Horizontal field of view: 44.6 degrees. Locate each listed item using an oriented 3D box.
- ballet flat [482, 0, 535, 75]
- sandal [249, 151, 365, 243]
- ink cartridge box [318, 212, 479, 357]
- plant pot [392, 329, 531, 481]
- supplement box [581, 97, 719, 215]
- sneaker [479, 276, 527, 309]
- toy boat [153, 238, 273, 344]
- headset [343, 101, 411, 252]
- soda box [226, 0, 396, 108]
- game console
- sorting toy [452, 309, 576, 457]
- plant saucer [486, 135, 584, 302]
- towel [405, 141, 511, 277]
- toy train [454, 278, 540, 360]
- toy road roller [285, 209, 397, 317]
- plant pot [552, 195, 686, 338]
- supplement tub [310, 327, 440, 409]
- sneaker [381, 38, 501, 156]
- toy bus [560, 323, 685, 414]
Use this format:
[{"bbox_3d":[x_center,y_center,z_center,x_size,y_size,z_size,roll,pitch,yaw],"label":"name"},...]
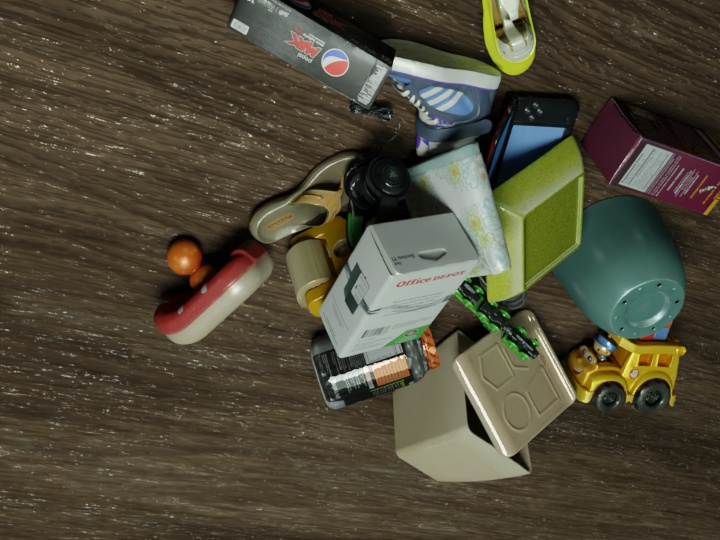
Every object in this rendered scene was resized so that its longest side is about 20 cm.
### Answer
[{"bbox_3d":[0.191,-0.325,1.130,0.066,0.068,0.201,-21,132,2],"label":"ballet flat"},{"bbox_3d":[-0.069,-0.093,1.263,0.198,0.054,0.081,-32,132,4],"label":"sandal"},{"bbox_3d":[0.048,0.020,1.179,0.145,0.084,0.201,-10,150,-32],"label":"ink cartridge box"},{"bbox_3d":[0.166,0.263,1.555,0.176,0.202,0.199,-30,132,29],"label":"plant pot"},{"bbox_3d":[0.444,-0.168,1.304,0.197,0.111,0.086,13,126,-24],"label":"supplement box"},{"bbox_3d":[0.227,0.008,1.411,0.073,0.088,0.201,-24,132,6],"label":"sneaker"},{"bbox_3d":[-0.232,0.012,1.284,0.199,0.131,0.131,-40,96,23],"label":"toy boat"},{"bbox_3d":[0.009,-0.123,1.194,0.093,0.123,0.204,13,88,-22],"label":"headset"},{"bbox_3d":[-0.057,-0.280,1.061,0.198,0.071,0.064,29,121,-10],"label":"soda box"},{"bbox_3d":[0.230,-0.139,1.266,0.169,0.120,0.202,0,130,-15],"label":"game console"},{"bbox_3d":[0.260,0.188,1.488,0.199,0.187,0.036,-29,180,-34],"label":"sorting toy"},{"bbox_3d":[0.267,-0.065,1.297,0.199,0.048,0.202,-35,137,-26],"label":"plant saucer"},{"bbox_3d":[0.128,-0.076,1.211,0.048,0.199,0.174,-21,95,-22],"label":"towel"},{"bbox_3d":[0.216,0.076,1.446,0.200,0.056,0.042,42,79,-8],"label":"toy train"},{"bbox_3d":[0.000,0.000,1.324,0.197,0.124,0.147,-23,143,4],"label":"toy road roller"},{"bbox_3d":[0.430,0.010,1.420,0.197,0.162,0.203,-8,132,-9],"label":"plant pot"},{"bbox_3d":[0.025,0.142,1.448,0.197,0.123,0.124,-18,132,1],"label":"supplement tub"},{"bbox_3d":[0.086,-0.218,1.183,0.197,0.081,0.148,5,124,-26],"label":"sneaker"},{"bbox_3d":[0.478,0.144,1.579,0.196,0.136,0.195,2,116,-14],"label":"toy bus"}]
